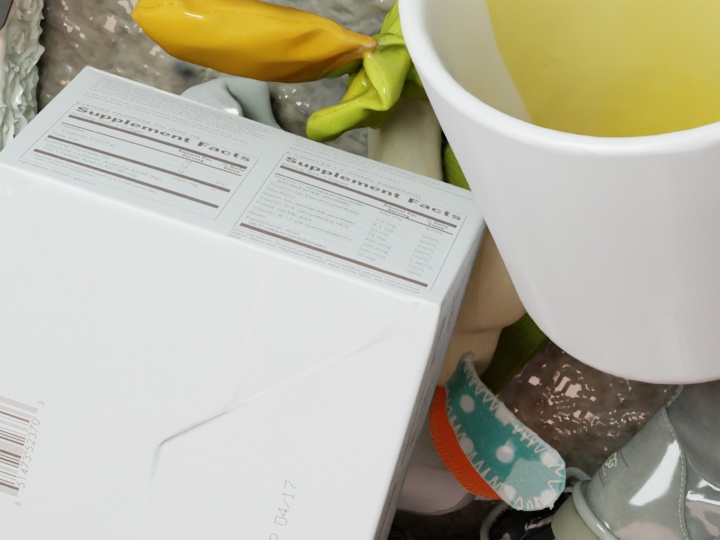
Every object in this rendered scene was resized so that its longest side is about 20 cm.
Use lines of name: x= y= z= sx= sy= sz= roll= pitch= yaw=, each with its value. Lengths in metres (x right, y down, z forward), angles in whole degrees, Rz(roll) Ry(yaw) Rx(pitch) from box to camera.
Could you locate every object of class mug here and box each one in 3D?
mug: x=0.107 y=-0.056 z=0.877 sx=0.149 sy=0.187 sz=0.153 roll=18 pitch=146 yaw=27

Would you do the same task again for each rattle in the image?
rattle: x=0.000 y=0.000 z=0.987 sx=0.130 sy=0.143 sz=0.201 roll=26 pitch=118 yaw=46

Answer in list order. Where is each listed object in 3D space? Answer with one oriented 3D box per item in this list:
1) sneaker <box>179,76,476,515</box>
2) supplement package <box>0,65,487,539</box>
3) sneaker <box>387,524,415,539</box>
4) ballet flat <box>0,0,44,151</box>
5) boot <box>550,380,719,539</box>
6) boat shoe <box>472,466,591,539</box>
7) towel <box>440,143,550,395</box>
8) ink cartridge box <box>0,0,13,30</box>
sneaker: x=-0.016 y=0.011 z=1.061 sx=0.200 sy=0.070 sz=0.080 roll=48 pitch=123 yaw=0
supplement package: x=-0.061 y=0.057 z=0.934 sx=0.155 sy=0.111 sz=0.201 roll=18 pitch=113 yaw=5
sneaker: x=-0.022 y=0.165 z=1.105 sx=0.200 sy=0.075 sz=0.107 roll=-17 pitch=88 yaw=64
ballet flat: x=-0.159 y=-0.099 z=1.063 sx=0.072 sy=0.072 sz=0.201 roll=9 pitch=124 yaw=16
boot: x=0.187 y=0.063 z=0.973 sx=0.182 sy=0.073 sz=0.200 roll=35 pitch=106 yaw=-12
boat shoe: x=0.075 y=0.117 z=1.108 sx=0.073 sy=0.068 sz=0.199 roll=-1 pitch=151 yaw=-32
towel: x=0.033 y=0.013 z=1.089 sx=0.086 sy=0.018 sz=0.200 roll=38 pitch=127 yaw=-6
ink cartridge box: x=-0.207 y=-0.186 z=0.980 sx=0.199 sy=0.083 sz=0.146 roll=22 pitch=101 yaw=6
